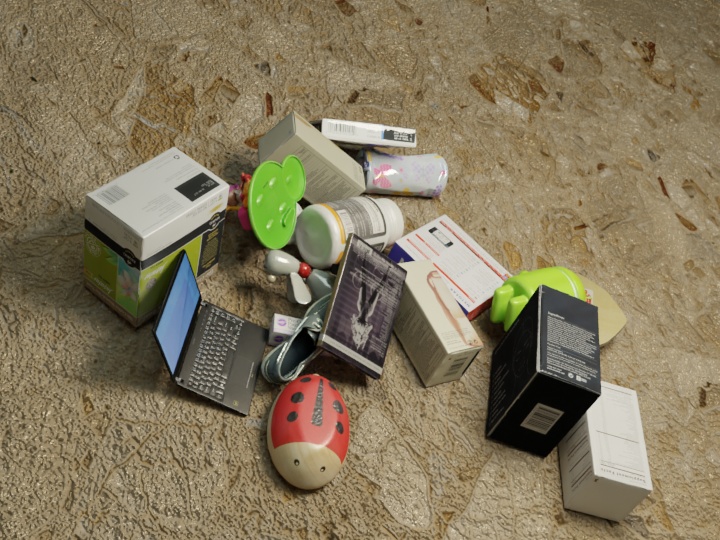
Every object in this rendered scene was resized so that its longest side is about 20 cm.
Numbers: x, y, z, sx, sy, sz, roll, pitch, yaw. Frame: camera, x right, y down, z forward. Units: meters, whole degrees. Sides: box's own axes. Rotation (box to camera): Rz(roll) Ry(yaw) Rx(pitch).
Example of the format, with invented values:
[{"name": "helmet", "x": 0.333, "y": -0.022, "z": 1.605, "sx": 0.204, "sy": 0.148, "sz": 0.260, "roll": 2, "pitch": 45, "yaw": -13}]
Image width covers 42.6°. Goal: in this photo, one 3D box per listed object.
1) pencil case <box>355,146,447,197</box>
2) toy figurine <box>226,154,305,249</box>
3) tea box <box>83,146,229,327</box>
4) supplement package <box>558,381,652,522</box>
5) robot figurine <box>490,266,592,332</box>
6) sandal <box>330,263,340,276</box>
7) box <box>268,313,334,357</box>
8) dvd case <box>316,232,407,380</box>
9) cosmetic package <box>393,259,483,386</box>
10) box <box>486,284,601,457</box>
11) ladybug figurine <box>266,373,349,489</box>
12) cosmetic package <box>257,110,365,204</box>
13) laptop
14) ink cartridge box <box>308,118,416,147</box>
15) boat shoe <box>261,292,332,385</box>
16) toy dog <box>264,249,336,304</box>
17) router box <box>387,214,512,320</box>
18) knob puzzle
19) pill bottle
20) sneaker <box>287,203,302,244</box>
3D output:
[{"name": "pencil case", "x": 0.083, "y": -0.202, "z": 1.911, "sx": 0.196, "sy": 0.083, "sz": 0.093, "roll": 3, "pitch": 76, "yaw": -23}, {"name": "toy figurine", "x": -0.217, "y": -0.127, "z": 1.651, "sx": 0.181, "sy": 0.152, "sz": 0.201, "roll": -1, "pitch": 39, "yaw": 28}, {"name": "tea box", "x": -0.332, "y": -0.056, "z": 1.500, "sx": 0.132, "sy": 0.199, "sz": 0.199, "roll": 32, "pitch": 43, "yaw": 19}, {"name": "supplement package", "x": 0.410, "y": 0.303, "z": 1.577, "sx": 0.112, "sy": 0.110, "sz": 0.202, "roll": 16, "pitch": 44, "yaw": -10}, {"name": "robot figurine", "x": 0.339, "y": 0.058, "z": 1.733, "sx": 0.197, "sy": 0.118, "sz": 0.175, "roll": -13, "pitch": 30, "yaw": -30}, {"name": "sandal", "x": 0.000, "y": 0.000, "z": 1.641, "sx": 0.074, "sy": 0.046, "sz": 0.200, "roll": 25, "pitch": 2, "yaw": 14}, {"name": "box", "x": -0.059, "y": 0.120, "z": 1.583, "sx": 0.196, "sy": 0.039, "sz": 0.042, "roll": 13, "pitch": 45, "yaw": -13}, {"name": "dvd case", "x": 0.006, "y": 0.061, "z": 1.548, "sx": 0.148, "sy": 0.016, "sz": 0.204, "roll": 33, "pitch": 63, "yaw": -39}, {"name": "cosmetic package", "x": 0.121, "y": 0.091, "z": 1.648, "sx": 0.086, "sy": 0.104, "sz": 0.202, "roll": -8, "pitch": 55, "yaw": -33}, {"name": "box", "x": 0.313, "y": 0.173, "z": 1.588, "sx": 0.122, "sy": 0.202, "sz": 0.199, "roll": 19, "pitch": 44, "yaw": -8}, {"name": "ladybug figurine", "x": -0.076, "y": 0.239, "z": 1.441, "sx": 0.133, "sy": 0.073, "sz": 0.203, "roll": 12, "pitch": 46, "yaw": -13}, {"name": "cosmetic package", "x": -0.092, "y": -0.200, "z": 1.757, "sx": 0.199, "sy": 0.104, "sz": 0.072, "roll": 37, "pitch": 31, "yaw": -38}, {"name": "laptop", "x": -0.229, "y": 0.097, "z": 1.455, "sx": 0.197, "sy": 0.104, "sz": 0.179, "roll": 26, "pitch": 44, "yaw": -15}, {"name": "ink cartridge box", "x": -0.007, "y": -0.276, "z": 1.875, "sx": 0.194, "sy": 0.044, "sz": 0.200, "roll": 3, "pitch": 5, "yaw": -16}, {"name": "boat shoe", "x": -0.076, "y": 0.111, "z": 1.514, "sx": 0.200, "sy": 0.062, "sz": 0.073, "roll": -43, "pitch": 105, "yaw": -19}, {"name": "toy dog", "x": -0.082, "y": 0.046, "z": 1.605, "sx": 0.197, "sy": 0.132, "sz": 0.098, "roll": 24, "pitch": 86, "yaw": 5}, {"name": "router box", "x": 0.176, "y": -0.004, "z": 1.786, "sx": 0.200, "sy": 0.049, "sz": 0.178, "roll": 44, "pitch": 42, "yaw": 18}, {"name": "knob puzzle", "x": 0.425, "y": 0.088, "z": 1.826, "sx": 0.214, "sy": 0.031, "sz": 0.223, "roll": 3, "pitch": 47, "yaw": -4}, {"name": "pill bottle", "x": -0.017, "y": -0.075, "z": 1.721, "sx": 0.198, "sy": 0.117, "sz": 0.117, "roll": -14, "pitch": 55, "yaw": -45}, {"name": "sneaker", "x": -0.152, "y": -0.126, "z": 1.754, "sx": 0.085, "sy": 0.075, "sz": 0.203, "roll": 7, "pitch": 55, "yaw": -27}]
